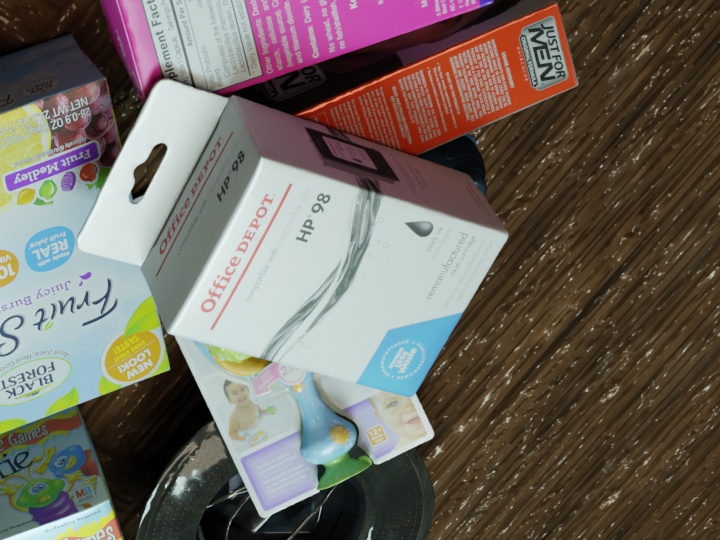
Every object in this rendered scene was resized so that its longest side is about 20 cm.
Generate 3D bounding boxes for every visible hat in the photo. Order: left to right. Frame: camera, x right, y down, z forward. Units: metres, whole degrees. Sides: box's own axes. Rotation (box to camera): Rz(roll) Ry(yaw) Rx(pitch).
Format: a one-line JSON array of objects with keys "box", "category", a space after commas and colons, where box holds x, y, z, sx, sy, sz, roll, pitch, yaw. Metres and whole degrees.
[{"box": [-0.058, 0.144, 1.425, 0.199, 0.081, 0.202, -12, 120, -21], "category": "hat"}]

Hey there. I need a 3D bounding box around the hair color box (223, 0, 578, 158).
[{"box": [0.009, -0.110, 1.276, 0.199, 0.102, 0.062, -24, 127, -6], "category": "hair color box"}]

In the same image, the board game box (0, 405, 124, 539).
[{"box": [-0.188, 0.200, 1.398, 0.104, 0.103, 0.201, -19, 126, -9], "category": "board game box"}]

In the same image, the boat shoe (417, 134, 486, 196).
[{"box": [0.000, 0.000, 1.362, 0.084, 0.069, 0.201, 20, 114, -30], "category": "boat shoe"}]

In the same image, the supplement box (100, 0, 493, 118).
[{"box": [-0.042, -0.174, 1.214, 0.198, 0.101, 0.104, -18, 127, -8], "category": "supplement box"}]

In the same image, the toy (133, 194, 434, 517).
[{"box": [-0.050, 0.033, 1.314, 0.114, 0.047, 0.201, -25, 98, 4], "category": "toy"}]

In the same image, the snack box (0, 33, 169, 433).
[{"box": [-0.207, -0.009, 1.271, 0.167, 0.068, 0.201, -21, 128, -15], "category": "snack box"}]

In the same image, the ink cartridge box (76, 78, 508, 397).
[{"box": [-0.037, -0.015, 1.215, 0.199, 0.067, 0.116, 16, 117, -30], "category": "ink cartridge box"}]
